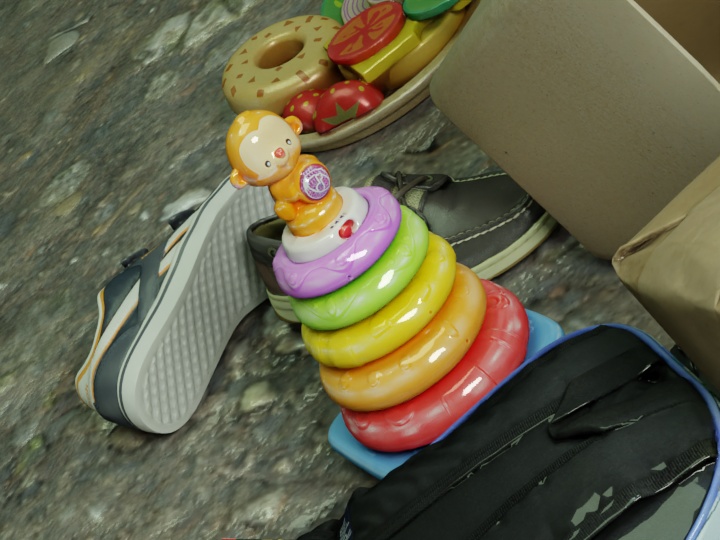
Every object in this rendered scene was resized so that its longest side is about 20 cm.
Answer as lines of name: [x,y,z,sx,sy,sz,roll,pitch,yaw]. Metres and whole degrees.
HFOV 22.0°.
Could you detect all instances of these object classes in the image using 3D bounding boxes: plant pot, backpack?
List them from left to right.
backpack: [0.072,0.130,0.667,0.200,0.147,0.183,-44,26,7]
plant pot: [0.153,-0.119,0.911,0.177,0.200,0.201,-29,24,53]

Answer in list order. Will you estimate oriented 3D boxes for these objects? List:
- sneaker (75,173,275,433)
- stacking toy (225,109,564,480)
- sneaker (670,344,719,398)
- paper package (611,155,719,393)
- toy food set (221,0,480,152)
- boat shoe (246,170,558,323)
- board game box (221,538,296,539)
sneaker: [-0.106,0.007,1.131,0.079,0.079,0.200,4,50,44]
stacking toy: [0.000,0.000,0.891,0.116,0.200,0.110,-45,29,-16]
sneaker: [0.152,0.026,0.786,0.199,0.099,0.071,-28,31,20]
paper package: [0.218,0.008,0.601,0.191,0.200,0.103,-44,16,0]
toy food set: [0.002,-0.159,1.284,0.198,0.049,0.200,-40,28,-4]
boat shoe: [0.019,-0.022,1.044,0.199,0.065,0.073,-19,32,30]
board game box: [-0.058,0.208,0.826,0.126,0.035,0.201,-8,40,43]
